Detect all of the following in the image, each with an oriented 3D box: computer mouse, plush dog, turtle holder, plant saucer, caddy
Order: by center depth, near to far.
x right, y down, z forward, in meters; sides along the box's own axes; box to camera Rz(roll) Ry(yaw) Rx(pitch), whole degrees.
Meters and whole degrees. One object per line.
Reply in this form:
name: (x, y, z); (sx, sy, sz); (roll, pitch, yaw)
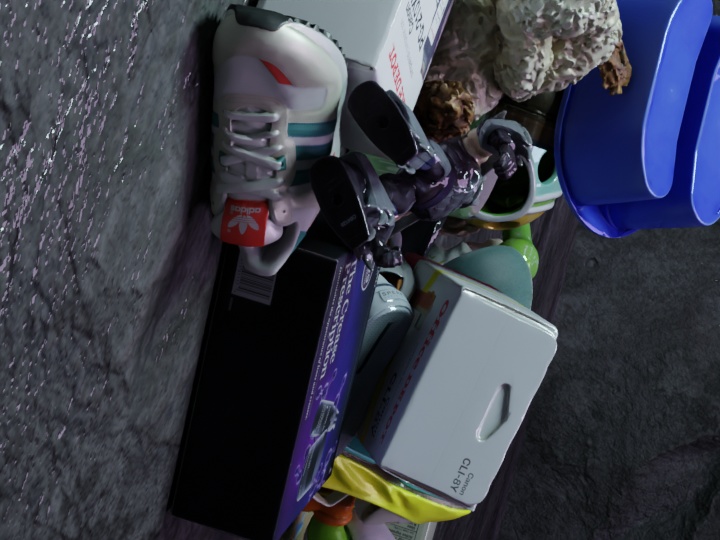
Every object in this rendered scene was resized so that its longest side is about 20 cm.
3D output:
plush dog: (0.086, -0.160, 1.169); (0.200, 0.171, 0.161); (-105, 170, -51)
caddy: (0.213, -0.122, 1.275); (0.141, 0.105, 0.201); (23, 78, -42)
computer mouse: (0.017, 0.016, 1.448); (0.201, 0.046, 0.140); (-62, 180, -7)
plant saucer: (0.065, 0.058, 1.457); (0.201, 0.039, 0.202); (-44, -152, 30)
turtle holder: (0.116, -0.091, 1.524); (0.132, 0.140, 0.186); (-83, -169, -60)

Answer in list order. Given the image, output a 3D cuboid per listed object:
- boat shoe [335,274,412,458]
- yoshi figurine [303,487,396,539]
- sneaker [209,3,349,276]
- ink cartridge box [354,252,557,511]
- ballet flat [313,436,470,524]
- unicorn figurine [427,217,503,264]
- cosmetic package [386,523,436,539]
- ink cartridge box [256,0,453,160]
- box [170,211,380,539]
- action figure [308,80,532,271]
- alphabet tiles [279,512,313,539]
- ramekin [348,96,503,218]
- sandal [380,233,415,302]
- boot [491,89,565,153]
boat shoe: (-0.030, 0.079, 1.263); (0.073, 0.067, 0.200); (12, 122, -45)
yoshi figurine: (-0.036, 0.256, 1.482); (0.112, 0.112, 0.201); (-139, -139, -59)
sneaker: (-0.051, -0.065, 0.962); (0.200, 0.070, 0.094); (88, 16, -65)
ink cartridge box: (0.060, 0.076, 1.282); (0.146, 0.083, 0.200); (-65, -168, 3)
ballet flat: (0.004, 0.168, 1.377); (0.067, 0.200, 0.067); (-51, -142, 14)
unicorn figurine: (0.069, 0.040, 1.600); (0.074, 0.136, 0.201); (68, 24, -63)
cosmetic package: (0.043, 0.173, 1.672); (0.087, 0.103, 0.201); (-22, 129, -77)
ink cartridge box: (0.010, -0.188, 1.041); (0.145, 0.084, 0.201); (71, 38, -71)
box: (-0.050, 0.060, 1.138); (0.141, 0.078, 0.201); (-48, 152, -70)
action figure: (0.035, -0.053, 1.029); (0.130, 0.069, 0.200); (-45, 163, 14)
alphabet tiles: (-0.051, 0.219, 1.532); (0.200, 0.006, 0.167); (-55, 159, -57)
ramekin: (0.070, -0.138, 1.357); (0.200, 0.097, 0.201); (17, 90, -78)
sandal: (-0.004, 0.007, 1.347); (0.079, 0.059, 0.207); (-59, -166, 16)
boot: (0.157, -0.142, 1.332); (0.200, 0.074, 0.097); (-10, 120, -75)
